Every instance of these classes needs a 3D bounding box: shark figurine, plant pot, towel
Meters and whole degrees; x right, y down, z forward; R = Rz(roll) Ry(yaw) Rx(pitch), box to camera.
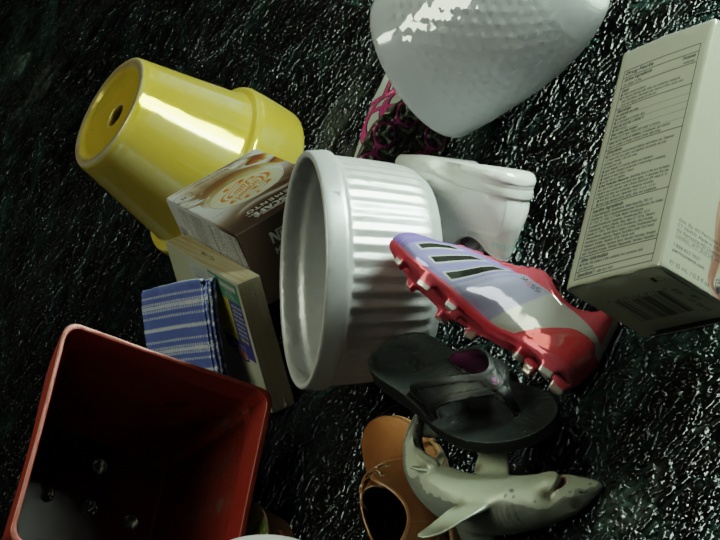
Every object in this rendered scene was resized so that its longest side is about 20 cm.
[{"bbox_3d":[0.075,0.169,1.416,0.128,0.090,0.214,-31,31,-18],"label":"shark figurine"},{"bbox_3d":[-0.216,0.193,1.681,0.176,0.198,0.202,-39,35,59],"label":"plant pot"},{"bbox_3d":[-0.191,-0.122,2.002,0.200,0.188,0.202,-38,36,34],"label":"plant pot"},{"bbox_3d":[-0.160,0.111,1.808,0.144,0.024,0.202,-12,87,57],"label":"towel"}]

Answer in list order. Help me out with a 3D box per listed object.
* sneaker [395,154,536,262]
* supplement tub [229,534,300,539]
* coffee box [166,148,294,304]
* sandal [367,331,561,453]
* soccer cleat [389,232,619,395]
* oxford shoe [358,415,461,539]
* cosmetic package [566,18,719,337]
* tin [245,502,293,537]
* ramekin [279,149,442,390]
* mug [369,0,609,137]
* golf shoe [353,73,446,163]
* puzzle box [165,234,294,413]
[{"bbox_3d":[0.080,-0.052,1.626,0.200,0.075,0.090,-159,74,-67],"label":"sneaker"},{"bbox_3d":[-0.073,0.318,1.445,0.140,0.140,0.201,-43,32,28],"label":"supplement tub"},{"bbox_3d":[-0.095,-0.047,1.839,0.114,0.080,0.200,-31,23,-17],"label":"coffee box"},{"bbox_3d":[0.069,0.084,1.421,0.075,0.048,0.200,-36,34,-24],"label":"sandal"},{"bbox_3d":[0.107,0.019,1.450,0.199,0.067,0.077,35,76,33],"label":"soccer cleat"},{"bbox_3d":[0.028,0.171,1.494,0.072,0.071,0.200,-53,27,17],"label":"oxford shoe"},{"bbox_3d":[0.230,-0.065,1.359,0.103,0.087,0.202,-16,52,54],"label":"cosmetic package"},{"bbox_3d":[-0.129,0.280,1.685,0.199,0.042,0.113,-34,42,41],"label":"tin"},{"bbox_3d":[0.000,0.000,1.592,0.200,0.104,0.203,-179,90,-76],"label":"ramekin"},{"bbox_3d":[0.129,-0.230,1.646,0.175,0.148,0.200,-30,9,31],"label":"mug"},{"bbox_3d":[0.044,-0.143,1.765,0.201,0.072,0.092,-59,20,-19],"label":"golf shoe"},{"bbox_3d":[-0.127,0.048,1.817,0.025,0.134,0.200,-21,21,-20],"label":"puzzle box"}]
